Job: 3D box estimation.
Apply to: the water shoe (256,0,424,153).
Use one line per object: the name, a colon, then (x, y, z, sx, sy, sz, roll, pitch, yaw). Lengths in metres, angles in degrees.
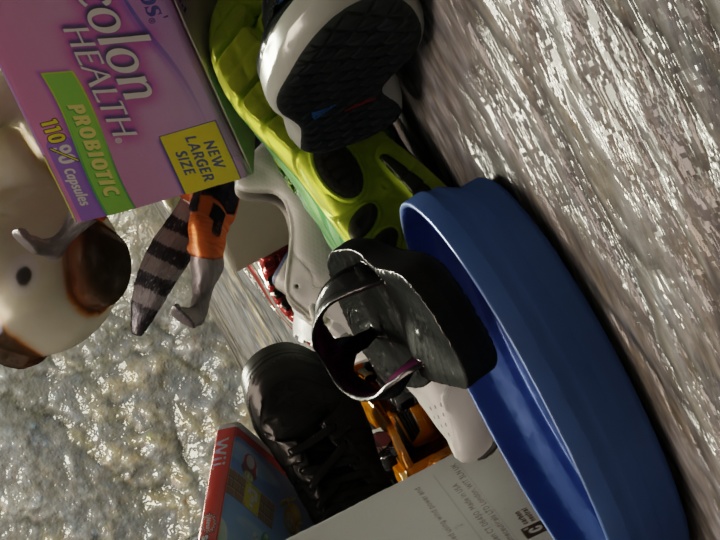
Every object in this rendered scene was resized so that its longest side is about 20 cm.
water shoe: (-0.021, -0.109, 1.256, 0.200, 0.071, 0.079, 104, 144, -76)

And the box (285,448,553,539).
box: (0.046, 0.215, 1.492, 0.131, 0.199, 0.199, 68, 171, -29)

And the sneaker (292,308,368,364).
sneaker: (0.000, 0.000, 1.605, 0.200, 0.076, 0.081, -166, 61, -76)

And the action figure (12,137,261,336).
action figure: (-0.106, -0.073, 1.585, 0.199, 0.194, 0.105, 19, 156, 36)

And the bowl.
bowl: (0.080, 0.051, 1.251, 0.201, 0.039, 0.201, 61, 173, 12)

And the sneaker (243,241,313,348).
sneaker: (-0.053, -0.017, 1.857, 0.200, 0.078, 0.082, 58, 174, 33)

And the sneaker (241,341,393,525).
sneaker: (0.002, 0.137, 1.626, 0.200, 0.060, 0.104, 62, 179, -31)

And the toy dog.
toy dog: (-0.190, -0.040, 1.672, 0.194, 0.139, 0.201, 41, -146, -37)

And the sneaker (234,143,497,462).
sneaker: (0.007, 0.011, 1.465, 0.201, 0.087, 0.075, 61, 172, 2)

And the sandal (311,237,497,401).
sandal: (0.007, 0.025, 1.275, 0.076, 0.048, 0.200, 58, 170, -3)

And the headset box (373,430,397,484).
headset box: (0.030, 0.184, 1.811, 0.201, 0.075, 0.148, 61, -160, 12)

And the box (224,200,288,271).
box: (-0.082, -0.099, 1.744, 0.095, 0.077, 0.200, 58, 172, 32)

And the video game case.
video game case: (-0.051, 0.206, 1.630, 0.143, 0.017, 0.201, 44, -136, -43)

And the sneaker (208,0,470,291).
sneaker: (-0.013, -0.057, 1.390, 0.201, 0.074, 0.084, 60, 169, 18)

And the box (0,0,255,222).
box: (-0.124, -0.160, 1.453, 0.200, 0.096, 0.176, -91, -18, -52)

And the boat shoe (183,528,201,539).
boat shoe: (-0.082, 0.173, 1.673, 0.200, 0.066, 0.074, -12, -90, -60)

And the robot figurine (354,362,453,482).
robot figurine: (0.039, 0.094, 1.673, 0.146, 0.058, 0.200, 63, 174, -10)
